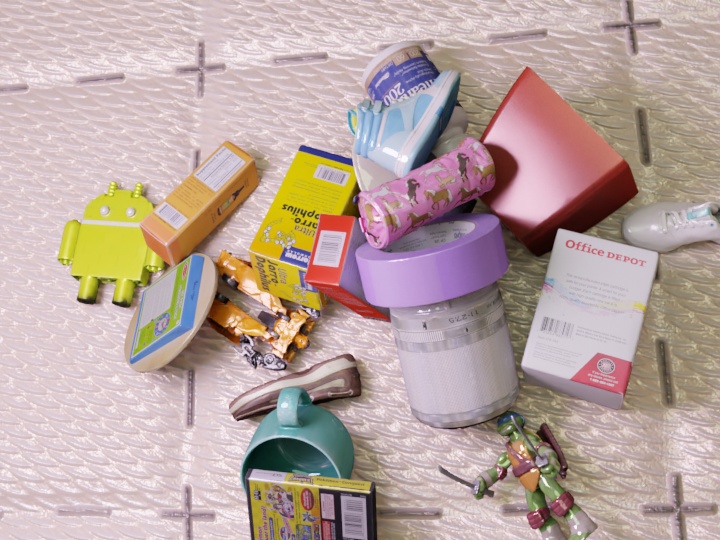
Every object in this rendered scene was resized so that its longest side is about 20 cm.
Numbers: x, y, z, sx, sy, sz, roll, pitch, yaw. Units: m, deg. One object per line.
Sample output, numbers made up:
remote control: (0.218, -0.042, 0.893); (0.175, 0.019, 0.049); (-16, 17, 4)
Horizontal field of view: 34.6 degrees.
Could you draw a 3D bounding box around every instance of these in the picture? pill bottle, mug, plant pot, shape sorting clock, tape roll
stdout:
pill bottle: (0.094, -0.236, 1.739); (0.110, 0.111, 0.202); (-31, 72, 1)
mug: (-0.076, 0.252, 1.618); (0.151, 0.115, 0.186); (31, 119, -3)
plant pot: (0.259, -0.135, 1.647); (0.176, 0.200, 0.200); (-45, 72, 7)
shape sorting clock: (-0.283, 0.063, 1.725); (0.199, 0.039, 0.202); (-35, 36, 30)
tape roll: (0.095, -0.016, 1.539); (0.197, 0.200, 0.067); (-12, 105, 8)

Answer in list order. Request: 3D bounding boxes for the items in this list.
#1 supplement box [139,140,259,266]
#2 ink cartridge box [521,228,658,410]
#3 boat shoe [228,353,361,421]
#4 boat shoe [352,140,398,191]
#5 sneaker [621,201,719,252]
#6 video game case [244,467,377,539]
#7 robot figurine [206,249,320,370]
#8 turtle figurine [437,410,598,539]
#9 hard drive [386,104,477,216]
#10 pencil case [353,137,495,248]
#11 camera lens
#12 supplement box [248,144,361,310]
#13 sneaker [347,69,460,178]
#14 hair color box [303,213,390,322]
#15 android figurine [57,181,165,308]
supplement box: (-0.244, -0.104, 1.768); (0.068, 0.067, 0.200); (37, 67, 21)
ink cartridge box: (0.318, 0.068, 1.600); (0.143, 0.145, 0.203); (15, 79, 15)
boat shoe: (-0.093, 0.190, 1.686); (0.200, 0.075, 0.076); (-22, 79, 4)
boat shoe: (0.045, -0.102, 1.673); (0.071, 0.060, 0.202); (-32, 90, -9)
sneaker: (0.471, -0.072, 1.637); (0.196, 0.089, 0.077); (-1, 77, 11)
video game case: (-0.065, 0.369, 1.594); (0.178, 0.026, 0.203); (4, 118, 12)
robot figurine: (-0.153, 0.061, 1.738); (0.199, 0.058, 0.146); (33, 84, 17)
turtle figurine: (0.215, 0.296, 1.553); (0.143, 0.200, 0.195); (-35, 81, 15)
hard drive: (0.077, -0.127, 1.704); (0.033, 0.140, 0.200); (-29, 69, -32)
pencil case: (0.088, -0.105, 1.540); (0.198, 0.083, 0.087); (-28, 55, -19)
camera lens: (0.129, 0.105, 1.590); (0.157, 0.160, 0.203); (-12, 104, 7)
supplement box: (-0.072, -0.064, 1.699); (0.108, 0.109, 0.202); (16, 60, 14)
sneaker: (0.056, -0.228, 1.632); (0.129, 0.080, 0.201); (22, 56, 14)
hair color box: (0.000, 0.000, 1.646); (0.060, 0.200, 0.103); (7, 75, 29)
android figurine: (-0.384, -0.044, 1.811); (0.179, 0.041, 0.203); (5, 73, 14)
